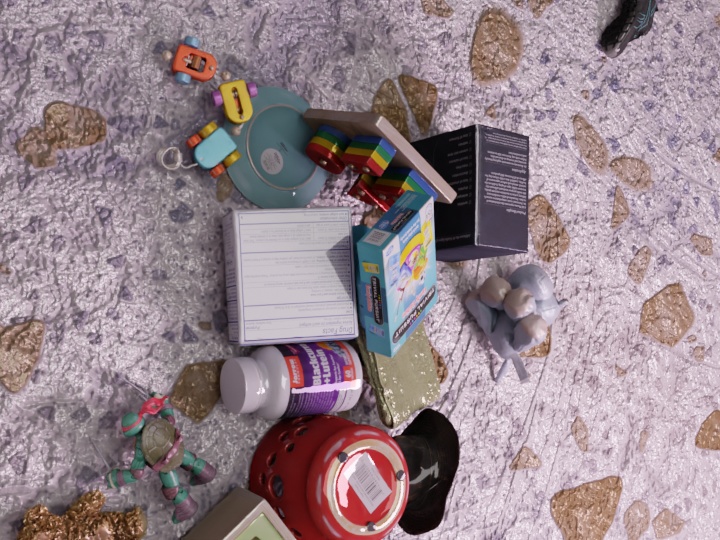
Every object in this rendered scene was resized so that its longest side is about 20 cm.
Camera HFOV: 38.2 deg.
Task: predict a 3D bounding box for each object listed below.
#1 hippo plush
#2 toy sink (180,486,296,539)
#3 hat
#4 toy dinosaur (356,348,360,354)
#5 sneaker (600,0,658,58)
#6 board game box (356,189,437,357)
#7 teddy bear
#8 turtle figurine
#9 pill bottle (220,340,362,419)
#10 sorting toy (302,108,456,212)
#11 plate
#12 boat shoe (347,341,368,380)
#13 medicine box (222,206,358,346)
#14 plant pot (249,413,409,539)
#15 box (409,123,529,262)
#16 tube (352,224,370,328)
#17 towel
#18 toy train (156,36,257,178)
[{"bbox_3d":[0.303,0.074,1.835,0.160,0.159,0.201,-31,103,-32],"label":"hippo plush"},{"bbox_3d":[-0.190,0.430,1.474,0.200,0.112,0.131,-41,108,-22],"label":"toy sink"},{"bbox_3d":[0.070,0.313,1.639,0.081,0.200,0.202,15,77,-28],"label":"hat"},{"bbox_3d":[0.020,0.063,1.700,0.106,0.060,0.201,13,57,-29],"label":"toy dinosaur"},{"bbox_3d":[0.557,-0.500,2.115,0.079,0.075,0.201,43,64,-26],"label":"sneaker"},{"bbox_3d":[0.059,0.005,1.550,0.151,0.047,0.201,-47,143,-41],"label":"board game box"},{"bbox_3d":[-0.375,0.369,1.404,0.199,0.067,0.146,-10,101,-41],"label":"teddy bear"},{"bbox_3d":[-0.289,0.252,1.449,0.150,0.100,0.200,-51,119,-27],"label":"turtle figurine"},{"bbox_3d":[-0.106,0.166,1.570,0.199,0.111,0.112,-2,87,-35],"label":"pill bottle"},{"bbox_3d":[0.015,-0.160,1.620,0.200,0.198,0.070,41,75,-35],"label":"sorting toy"},{"bbox_3d":[-0.126,-0.193,1.642,0.199,0.026,0.202,4,84,-36],"label":"plate"},{"bbox_3d":[0.053,0.163,1.710,0.199,0.064,0.072,15,77,-33],"label":"boat shoe"},{"bbox_3d":[-0.107,0.009,1.562,0.181,0.103,0.201,-2,88,-17],"label":"medicine box"},{"bbox_3d":[-0.043,0.320,1.562,0.199,0.182,0.202,2,86,-32],"label":"plant pot"},{"bbox_3d":[0.173,-0.123,1.737,0.123,0.200,0.198,8,82,-35],"label":"box"},{"bbox_3d":[0.000,0.000,1.613,0.050,0.200,0.078,-7,123,3],"label":"tube"},{"bbox_3d":[0.058,0.135,1.646,0.148,0.036,0.201,-25,100,-46],"label":"towel"},{"bbox_3d":[-0.237,-0.238,1.556,0.149,0.056,0.201,11,85,-15],"label":"toy train"}]
